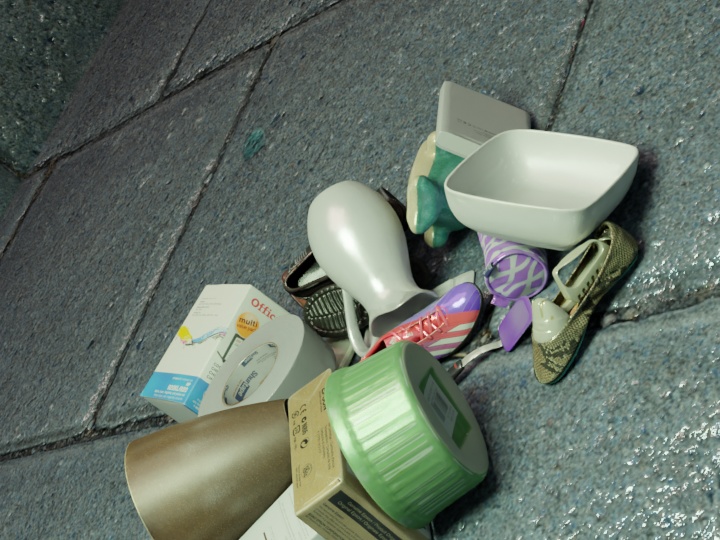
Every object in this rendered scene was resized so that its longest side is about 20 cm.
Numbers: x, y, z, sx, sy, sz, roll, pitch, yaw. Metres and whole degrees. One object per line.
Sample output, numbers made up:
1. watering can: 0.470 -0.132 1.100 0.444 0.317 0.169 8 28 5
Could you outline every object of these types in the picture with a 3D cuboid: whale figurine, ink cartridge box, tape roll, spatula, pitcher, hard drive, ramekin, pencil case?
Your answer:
1. whale figurine: 0.117 -0.105 1.819 0.103 0.160 0.200 6 15 15
2. ink cartridge box: -0.002 0.235 1.568 0.075 0.165 0.201 -38 30 19
3. tape roll: -0.125 0.157 1.824 0.200 0.066 0.201 -39 24 21
4. spatula: 0.139 0.106 1.668 0.200 0.021 0.057 -42 30 19
5. pitcher: 0.000 0.000 1.798 0.201 0.121 0.172 60 136 24
6. hard drive: 0.166 -0.189 1.831 0.200 0.131 0.027 -79 11 -63
7. ink cartridge box: -0.188 0.139 1.990 0.144 0.147 0.201 -1 55 56
8. ramekin: 0.057 0.176 1.526 0.097 0.200 0.201 -33 31 17
9. pencil case: 0.185 -0.041 1.722 0.201 0.083 0.086 -90 21 -53

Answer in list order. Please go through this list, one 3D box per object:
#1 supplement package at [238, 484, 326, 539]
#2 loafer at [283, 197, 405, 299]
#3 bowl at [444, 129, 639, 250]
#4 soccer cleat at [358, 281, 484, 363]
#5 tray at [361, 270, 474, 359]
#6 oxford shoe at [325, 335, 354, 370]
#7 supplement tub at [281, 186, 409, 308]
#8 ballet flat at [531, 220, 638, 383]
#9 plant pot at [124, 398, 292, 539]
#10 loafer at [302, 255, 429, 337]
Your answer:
1. supplement package: -0.087 0.362 1.599 0.200 0.114 0.110 -46 29 9
2. loafer: -0.023 -0.027 1.886 0.200 0.072 0.063 -37 -8 10
3. bowl: 0.219 -0.094 1.640 0.199 0.075 0.200 12 35 30
4. soccer cleat: 0.072 0.087 1.721 0.200 0.073 0.068 -43 54 19
5. tray: 0.068 0.074 1.818 0.199 0.022 0.108 -31 34 34
6. oxford shoe: -0.073 0.146 1.906 0.200 0.058 0.075 -52 23 -7
7. supplement tub: -0.013 -0.025 1.971 0.200 0.107 0.107 -46 27 10
8. ballet flat: 0.238 0.029 1.552 0.201 0.075 0.068 -55 29 -8
9. plant pot: -0.152 0.243 1.665 0.199 0.187 0.187 -29 31 9
10. loafer: 0.015 0.038 1.889 0.199 0.073 0.071 -21 -2 22
